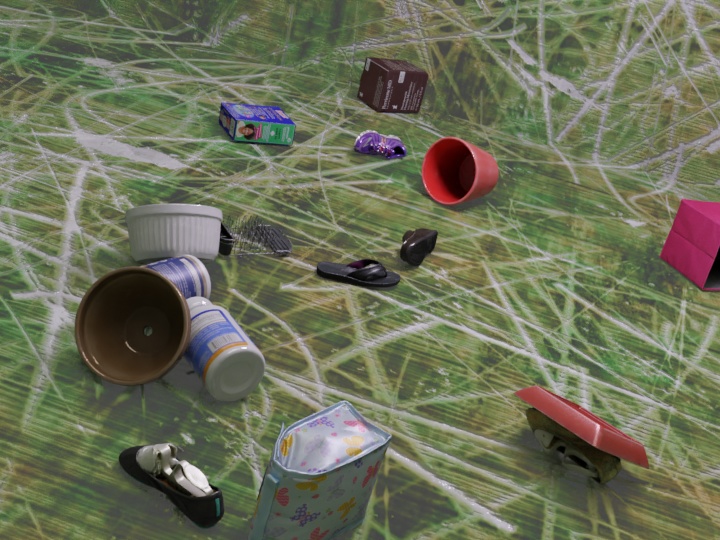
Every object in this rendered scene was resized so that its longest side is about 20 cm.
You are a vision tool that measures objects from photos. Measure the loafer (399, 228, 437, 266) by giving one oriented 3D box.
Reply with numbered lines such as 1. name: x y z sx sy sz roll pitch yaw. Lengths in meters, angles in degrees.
1. loafer: 0.133 -0.062 2.197 0.071 0.073 0.200 16 17 18

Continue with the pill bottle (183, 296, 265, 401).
1. pill bottle: -0.259 0.131 1.549 0.112 0.113 0.200 -5 31 -34

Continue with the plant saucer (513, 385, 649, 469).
1. plant saucer: 0.401 0.273 1.564 0.199 0.037 0.200 27 3 -41

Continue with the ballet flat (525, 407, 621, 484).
1. ballet flat: 0.366 0.315 1.563 0.199 0.071 0.071 29 30 33

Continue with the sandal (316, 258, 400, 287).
1. sandal: 0.000 0.000 2.015 0.199 0.048 0.075 7 26 -12

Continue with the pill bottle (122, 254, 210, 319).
1. pill bottle: -0.391 0.042 1.659 0.111 0.112 0.200 29 29 29

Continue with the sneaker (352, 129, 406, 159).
1. sneaker: 0.067 -0.400 2.826 0.199 0.081 0.083 -3 36 -33

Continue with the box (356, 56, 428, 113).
1. box: 0.124 -0.713 3.376 0.199 0.167 0.164 -5 32 -34

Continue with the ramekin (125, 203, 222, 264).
1. ramekin: -0.385 -0.070 1.815 0.199 0.106 0.200 -3 -6 0

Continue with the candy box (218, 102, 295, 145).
1. candy box: -0.325 -0.460 2.745 0.199 0.077 0.169 -1 28 -26

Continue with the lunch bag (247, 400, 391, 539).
1. lunch bag: -0.072 0.298 1.240 0.127 0.170 0.200 32 31 30

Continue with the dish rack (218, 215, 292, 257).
1. dish rack: -0.260 -0.085 2.049 0.199 0.055 0.153 -1 31 -30

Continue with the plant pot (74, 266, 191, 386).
1. plant pot: -0.381 0.099 1.513 0.200 0.202 0.093 19 -6 9

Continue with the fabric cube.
1. fabric cube: 1.023 -0.075 2.512 0.195 0.201 0.200 1 27 -22

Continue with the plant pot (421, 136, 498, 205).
1. plant pot: 0.310 -0.294 2.622 0.200 0.201 0.177 32 22 33

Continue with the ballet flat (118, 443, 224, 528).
1. ballet flat: -0.270 0.292 1.269 0.199 0.069 0.068 27 29 25
